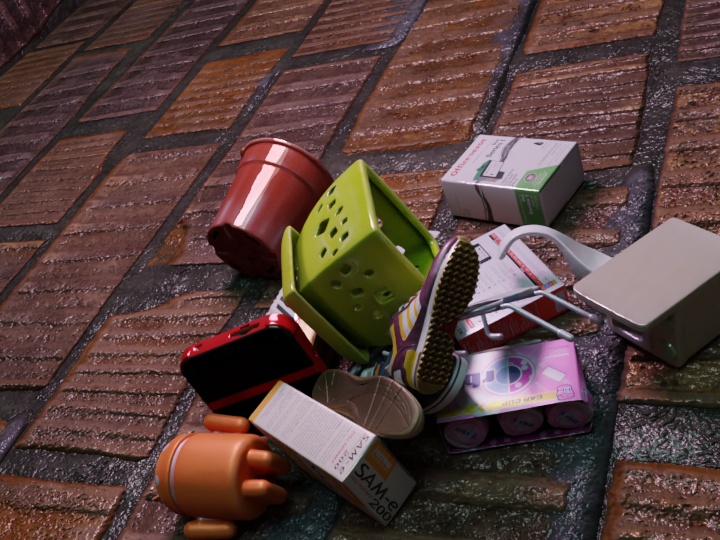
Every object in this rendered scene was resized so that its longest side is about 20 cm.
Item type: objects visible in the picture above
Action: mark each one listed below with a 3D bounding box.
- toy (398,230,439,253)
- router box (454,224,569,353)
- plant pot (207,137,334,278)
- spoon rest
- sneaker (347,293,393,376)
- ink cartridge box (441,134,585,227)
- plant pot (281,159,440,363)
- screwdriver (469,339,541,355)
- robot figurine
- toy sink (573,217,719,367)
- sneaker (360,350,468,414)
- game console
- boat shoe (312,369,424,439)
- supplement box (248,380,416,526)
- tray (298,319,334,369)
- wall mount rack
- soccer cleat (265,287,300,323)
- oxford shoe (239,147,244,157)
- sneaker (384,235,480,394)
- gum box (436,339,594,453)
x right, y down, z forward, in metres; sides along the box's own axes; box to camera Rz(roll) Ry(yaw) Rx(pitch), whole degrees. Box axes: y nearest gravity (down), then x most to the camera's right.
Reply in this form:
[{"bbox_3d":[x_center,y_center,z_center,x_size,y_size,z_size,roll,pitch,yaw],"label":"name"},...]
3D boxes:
[{"bbox_3d":[0.039,-0.004,1.521,0.115,0.047,0.200,11,44,43],"label":"toy"},{"bbox_3d":[0.194,0.029,1.386,0.179,0.049,0.200,-27,35,-3],"label":"router box"},{"bbox_3d":[-0.173,-0.104,1.664,0.200,0.201,0.196,4,52,33],"label":"plant pot"},{"bbox_3d":[0.304,-0.020,1.316,0.199,0.061,0.099,15,25,0],"label":"spoon rest"},{"bbox_3d":[0.018,0.114,1.362,0.202,0.077,0.146,-47,30,-14],"label":"sneaker"},{"bbox_3d":[0.261,-0.157,1.556,0.200,0.084,0.146,12,48,39],"label":"ink cartridge box"},{"bbox_3d":[0.000,0.000,1.278,0.181,0.199,0.200,-35,31,16],"label":"plant pot"},{"bbox_3d":[0.166,0.119,1.264,0.200,0.028,0.029,-13,31,43],"label":"screwdriver"},{"bbox_3d":[-0.196,0.282,1.229,0.199,0.144,0.117,-4,14,26],"label":"robot figurine"},{"bbox_3d":[0.402,0.040,1.199,0.200,0.112,0.130,-32,36,-19],"label":"toy sink"},{"bbox_3d":[0.063,0.147,1.203,0.200,0.079,0.079,-34,31,58],"label":"sneaker"},{"bbox_3d":[-0.141,0.156,1.280,0.200,0.177,0.031,-22,28,24],"label":"game console"},{"bbox_3d":[0.019,0.178,1.163,0.200,0.065,0.072,8,65,50],"label":"boat shoe"},{"bbox_3d":[-0.039,0.237,1.180,0.200,0.126,0.074,21,65,46],"label":"supplement box"},{"bbox_3d":[-0.069,0.115,1.381,0.037,0.099,0.200,-2,40,11],"label":"tray"},{"bbox_3d":[0.214,0.064,1.191,0.173,0.075,0.200,-16,-1,34],"label":"wall mount rack"},{"bbox_3d":[-0.119,0.057,1.517,0.085,0.069,0.200,-14,41,7],"label":"soccer cleat"},{"bbox_3d":[-0.183,-0.247,1.943,0.073,0.071,0.200,-36,36,-24],"label":"oxford shoe"},{"bbox_3d":[0.081,0.048,1.126,0.090,0.075,0.201,19,91,48],"label":"sneaker"},{"bbox_3d":[0.205,0.164,1.190,0.199,0.066,0.114,-12,36,16],"label":"gum box"}]
